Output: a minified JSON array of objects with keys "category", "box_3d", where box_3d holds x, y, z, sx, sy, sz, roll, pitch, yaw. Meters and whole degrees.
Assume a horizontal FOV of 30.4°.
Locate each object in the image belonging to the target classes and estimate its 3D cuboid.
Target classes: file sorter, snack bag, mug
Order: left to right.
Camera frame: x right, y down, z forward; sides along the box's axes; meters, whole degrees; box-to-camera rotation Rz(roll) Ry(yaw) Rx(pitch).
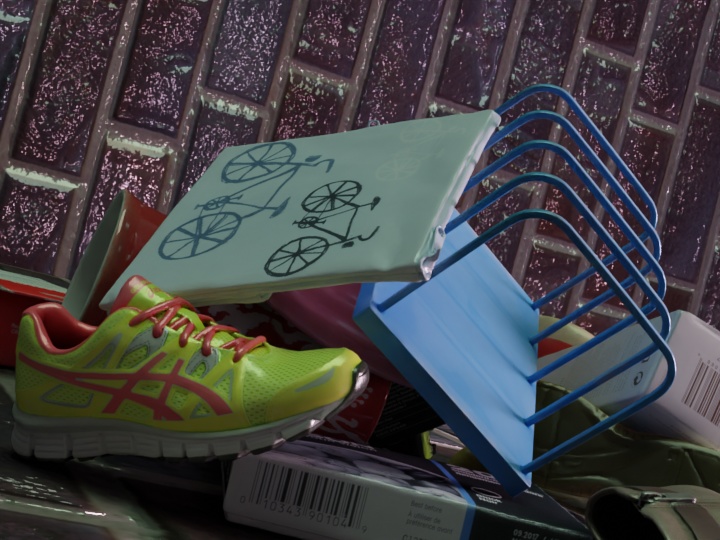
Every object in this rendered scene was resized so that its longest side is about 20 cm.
[{"category":"mug","box_3d":[-0.095,0.049,0.875,0.200,0.134,0.177,24,-11,-16]},{"category":"snack bag","box_3d":[-0.026,-0.035,0.758,0.200,0.021,0.189,-7,29,23]},{"category":"file sorter","box_3d":[0.097,-0.002,0.765,0.139,0.123,0.200,48,25,-16]}]

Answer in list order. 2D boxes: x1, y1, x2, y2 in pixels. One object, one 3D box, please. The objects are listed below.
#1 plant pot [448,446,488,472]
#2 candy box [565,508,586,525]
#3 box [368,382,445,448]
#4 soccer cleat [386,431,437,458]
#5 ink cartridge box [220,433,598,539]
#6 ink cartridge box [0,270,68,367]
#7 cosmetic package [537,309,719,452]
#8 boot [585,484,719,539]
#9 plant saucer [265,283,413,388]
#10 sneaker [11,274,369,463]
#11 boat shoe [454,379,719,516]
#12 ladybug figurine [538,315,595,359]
[{"category":"plant pot","box_3d":[0.179,0.188,1.199,0.200,0.028,0.200,16,-1,0]},{"category":"candy box","box_3d":[0.152,0.175,0.918,0.102,0.026,0.200,18,-1,-3]},{"category":"box","box_3d":[0.025,0.009,1.075,0.104,0.182,0.200,-24,19,17]},{"category":"soccer cleat","box_3d":[0.016,0.131,1.163,0.081,0.068,0.200,-8,6,-9]},{"category":"ink cartridge box","box_3d":[0.017,0.129,0.767,0.198,0.043,0.200,14,-2,-7]},{"category":"ink cartridge box","box_3d":[-0.288,0.040,1.104,0.116,0.067,0.200,15,-1,-36]},{"category":"cosmetic package","box_3d":[0.193,0.098,0.926,0.102,0.074,0.200,35,-21,-11]},{"category":"boot","box_3d":[0.202,0.158,0.630,0.146,0.070,0.200,16,3,-24]},{"category":"plant saucer","box_3d":[0.000,0.000,0.858,0.200,0.051,0.201,31,15,-9]},{"category":"sneaker","box_3d":[-0.094,0.046,0.672,0.200,0.091,0.078,-5,6,16]},{"category":"boat shoe","box_3d":[0.150,0.130,0.854,0.200,0.074,0.066,22,-28,24]},{"category":"ladybug figurine","box_3d":[0.152,0.106,1.109,0.136,0.072,0.200,45,-24,5]}]
